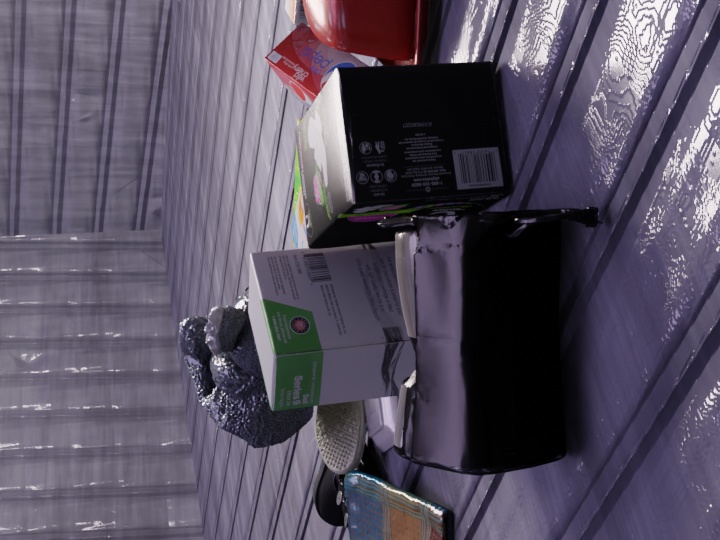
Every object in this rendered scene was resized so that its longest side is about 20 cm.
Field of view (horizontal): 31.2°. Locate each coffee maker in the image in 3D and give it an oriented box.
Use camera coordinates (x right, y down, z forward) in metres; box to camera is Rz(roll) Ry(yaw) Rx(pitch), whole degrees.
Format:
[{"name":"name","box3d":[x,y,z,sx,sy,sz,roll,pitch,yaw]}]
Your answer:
[{"name":"coffee maker","box3d":[0.096,0.054,1.004,0.192,0.134,0.201,-174,81,-75]}]

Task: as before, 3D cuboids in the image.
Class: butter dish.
[{"name":"butter dish","box3d":[-0.014,-0.306,1.340,0.200,0.147,0.201,-126,35,-64]}]

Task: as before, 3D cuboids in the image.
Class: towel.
[{"name":"towel","box3d":[0.039,0.307,1.411,0.200,0.022,0.148,9,103,60]}]

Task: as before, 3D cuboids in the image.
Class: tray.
[{"name":"tray","box3d":[0.017,0.115,1.560,0.107,0.022,0.201,125,140,-69]}]

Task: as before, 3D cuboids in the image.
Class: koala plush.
[{"name":"koala plush","box3d":[-0.114,0.092,1.538,0.200,0.176,0.185,109,150,-53]}]

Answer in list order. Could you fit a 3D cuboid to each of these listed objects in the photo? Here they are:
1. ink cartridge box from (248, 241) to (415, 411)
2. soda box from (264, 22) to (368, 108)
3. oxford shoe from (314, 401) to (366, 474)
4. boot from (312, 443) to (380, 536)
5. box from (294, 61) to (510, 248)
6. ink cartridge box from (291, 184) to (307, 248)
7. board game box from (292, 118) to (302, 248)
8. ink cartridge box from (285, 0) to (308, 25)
[{"name":"ink cartridge box","box3d":[0.000,0.049,1.257,0.146,0.199,0.084,-108,18,-46]},{"name":"soda box","box3d":[-0.023,-0.198,1.411,0.200,0.063,0.070,42,174,48]},{"name":"oxford shoe","box3d":[-0.021,0.166,1.625,0.058,0.075,0.201,43,-151,-47]},{"name":"boot","box3d":[-0.001,0.314,1.607,0.200,0.065,0.166,-120,28,-52]},{"name":"box","box3d":[0.032,-0.102,1.195,0.200,0.148,0.125,146,118,-73]},{"name":"ink cartridge box","box3d":[-0.036,-0.070,1.638,0.200,0.067,0.116,107,156,-53]},{"name":"board game box","box3d":[-0.077,-0.110,1.878,0.096,0.030,0.201,-119,32,-61]},{"name":"ink cartridge box","box3d":[-0.089,-0.453,1.808,0.200,0.050,0.163,-121,31,-56]}]
